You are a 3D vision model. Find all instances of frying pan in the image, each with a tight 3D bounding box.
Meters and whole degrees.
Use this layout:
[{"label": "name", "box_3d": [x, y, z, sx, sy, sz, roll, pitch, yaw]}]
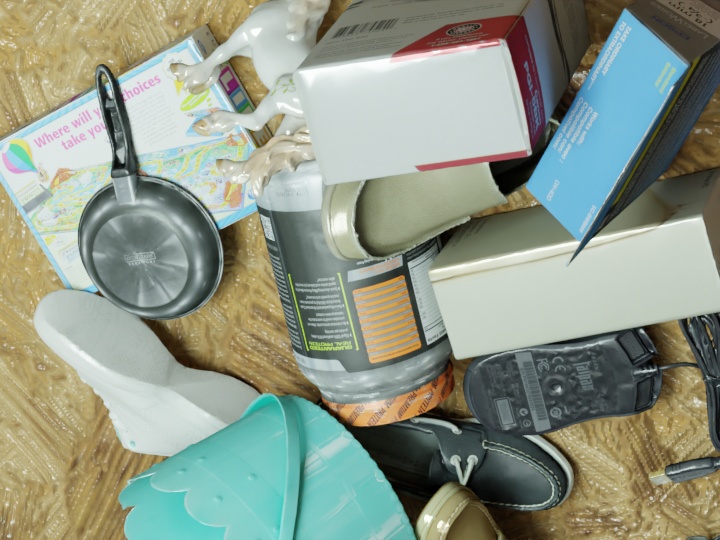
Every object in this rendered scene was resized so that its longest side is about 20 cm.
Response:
[{"label": "frying pan", "box_3d": [-0.151, -0.046, 1.777, 0.114, 0.031, 0.191, 15, 119, 11]}]

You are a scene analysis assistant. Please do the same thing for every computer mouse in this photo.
[{"label": "computer mouse", "box_3d": [0.182, 0.093, 1.758, 0.199, 0.046, 0.141, -16, 111, 18]}]

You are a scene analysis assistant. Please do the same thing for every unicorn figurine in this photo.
[{"label": "unicorn figurine", "box_3d": [-0.061, -0.150, 1.685, 0.137, 0.074, 0.201, -29, 71, 7]}]

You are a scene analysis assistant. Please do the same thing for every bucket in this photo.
[{"label": "bucket", "box_3d": [-0.062, 0.196, 1.751, 0.207, 0.135, 0.208, 41, 150, 30]}]

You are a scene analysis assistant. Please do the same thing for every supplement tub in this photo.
[{"label": "supplement tub", "box_3d": [0.000, 0.000, 1.730, 0.122, 0.123, 0.201, -6, 110, 20]}]

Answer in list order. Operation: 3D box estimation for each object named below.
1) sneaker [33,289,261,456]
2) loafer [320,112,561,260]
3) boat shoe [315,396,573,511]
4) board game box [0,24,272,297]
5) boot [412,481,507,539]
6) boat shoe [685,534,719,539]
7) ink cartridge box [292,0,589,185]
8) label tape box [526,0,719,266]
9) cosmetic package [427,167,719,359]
[{"label": "sneaker", "box_3d": [-0.170, 0.095, 1.843, 0.200, 0.075, 0.089, 33, 127, -13]}, {"label": "loafer", "box_3d": [0.059, -0.068, 1.642, 0.068, 0.200, 0.076, 13, 130, 53]}, {"label": "boat shoe", "box_3d": [0.056, 0.140, 1.805, 0.199, 0.060, 0.076, 14, 115, 13]}, {"label": "board game box", "box_3d": [-0.163, -0.077, 1.801, 0.199, 0.034, 0.135, -25, 103, 26]}, {"label": "boot", "box_3d": [0.121, 0.244, 1.757, 0.155, 0.073, 0.200, 30, 153, 35]}, {"label": "boat shoe", "box_3d": [0.252, 0.223, 1.770, 0.068, 0.072, 0.200, 43, 116, -5]}, {"label": "ink cartridge box", "box_3d": [0.059, -0.139, 1.609, 0.146, 0.200, 0.083, -7, 113, 21]}, {"label": "label tape box", "box_3d": [0.173, -0.104, 1.582, 0.063, 0.200, 0.145, 34, 118, 11]}, {"label": "cosmetic package", "box_3d": [0.158, -0.004, 1.687, 0.199, 0.104, 0.073, -13, 107, 22]}]
